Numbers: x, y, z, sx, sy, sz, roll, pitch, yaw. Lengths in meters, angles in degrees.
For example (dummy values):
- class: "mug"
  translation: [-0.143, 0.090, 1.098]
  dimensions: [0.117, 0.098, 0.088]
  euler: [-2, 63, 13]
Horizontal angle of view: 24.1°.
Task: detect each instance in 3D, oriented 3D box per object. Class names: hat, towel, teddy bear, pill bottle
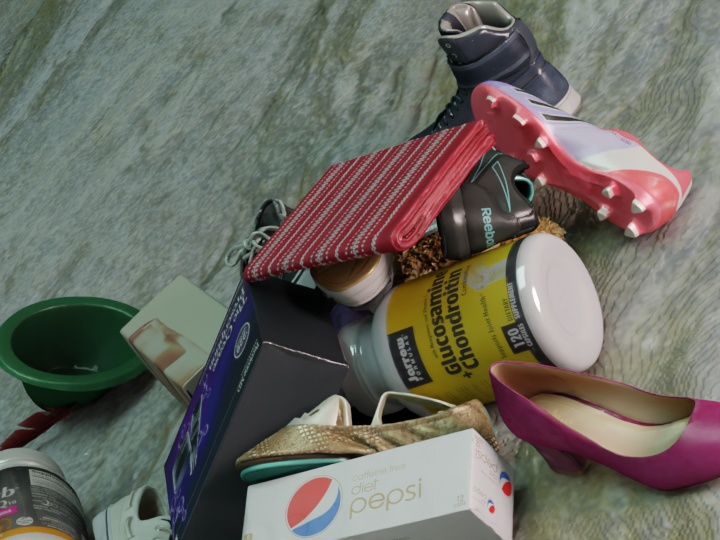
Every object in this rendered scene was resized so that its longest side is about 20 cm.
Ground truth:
- class: "hat"
  translation: [-0.313, 0.143, 1.811]
  dimensions: [0.200, 0.176, 0.166]
  euler: [5, 32, 3]
- class: "towel"
  translation: [0.005, -0.050, 1.323]
  dimensions: [0.200, 0.022, 0.145]
  euler: [-12, 32, 51]
- class: "teddy bear"
  translation: [0.082, -0.018, 1.466]
  dimensions: [0.145, 0.067, 0.200]
  euler: [-25, 17, -20]
- class: "pill bottle"
  translation: [0.081, 0.051, 1.325]
  dimensions: [0.200, 0.112, 0.112]
  euler: [-22, 30, 33]
- class: "pill bottle"
  translation: [-0.301, 0.244, 1.511]
  dimensions: [0.116, 0.116, 0.200]
  euler: [-38, 25, 1]

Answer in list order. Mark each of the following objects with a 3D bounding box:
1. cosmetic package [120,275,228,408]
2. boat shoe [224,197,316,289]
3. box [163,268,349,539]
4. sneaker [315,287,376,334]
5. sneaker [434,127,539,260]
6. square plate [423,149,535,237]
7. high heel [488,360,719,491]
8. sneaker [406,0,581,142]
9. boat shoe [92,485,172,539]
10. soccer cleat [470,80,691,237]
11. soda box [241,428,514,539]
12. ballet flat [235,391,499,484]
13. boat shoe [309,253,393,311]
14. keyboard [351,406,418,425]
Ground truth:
- class: "cosmetic package"
  translation: [-0.139, 0.087, 1.571]
  dimensions: [0.087, 0.103, 0.200]
  euler: [-42, 24, -9]
- class: "boat shoe"
  translation: [-0.078, -0.009, 1.507]
  dimensions: [0.074, 0.068, 0.199]
  euler: [-42, 17, 26]
- class: "box"
  translation: [-0.089, 0.121, 1.372]
  dimensions: [0.141, 0.079, 0.200]
  euler: [-117, 47, -62]
- class: "sneaker"
  translation: [-0.044, 0.045, 1.520]
  dimensions: [0.087, 0.076, 0.200]
  euler: [-28, 22, -16]
- class: "sneaker"
  translation: [0.100, -0.063, 1.361]
  dimensions: [0.079, 0.075, 0.200]
  euler: [-10, 25, 6]
- class: "square plate"
  translation: [0.101, -0.084, 1.526]
  dimensions: [0.200, 0.028, 0.198]
  euler: [-26, 11, 0]
- class: "high heel"
  translation: [0.176, 0.097, 1.142]
  dimensions: [0.200, 0.096, 0.067]
  euler: [-12, 36, 44]
- class: "sneaker"
  translation: [0.094, -0.181, 1.655]
  dimensions: [0.202, 0.146, 0.077]
  euler: [-23, 31, 33]
- class: "boat shoe"
  translation: [-0.176, 0.236, 1.420]
  dimensions: [0.070, 0.071, 0.200]
  euler: [-42, 19, 0]
- class: "soccer cleat"
  translation: [0.181, -0.101, 1.407]
  dimensions: [0.200, 0.067, 0.076]
  euler: [36, 52, 23]
- class: "soda box"
  translation: [0.010, 0.179, 1.231]
  dimensions: [0.200, 0.064, 0.068]
  euler: [-18, 47, 28]
- class: "ballet flat"
  translation: [0.005, 0.126, 1.280]
  dimensions: [0.200, 0.071, 0.065]
  euler: [-2, 70, 4]
- class: "boat shoe"
  translation: [0.000, 0.000, 1.413]
  dimensions: [0.071, 0.069, 0.200]
  euler: [-29, 16, 3]
- class: "keyboard"
  translation: [-0.004, 0.161, 1.344]
  dimensions: [0.104, 0.040, 0.200]
  euler: [-30, 26, 17]
